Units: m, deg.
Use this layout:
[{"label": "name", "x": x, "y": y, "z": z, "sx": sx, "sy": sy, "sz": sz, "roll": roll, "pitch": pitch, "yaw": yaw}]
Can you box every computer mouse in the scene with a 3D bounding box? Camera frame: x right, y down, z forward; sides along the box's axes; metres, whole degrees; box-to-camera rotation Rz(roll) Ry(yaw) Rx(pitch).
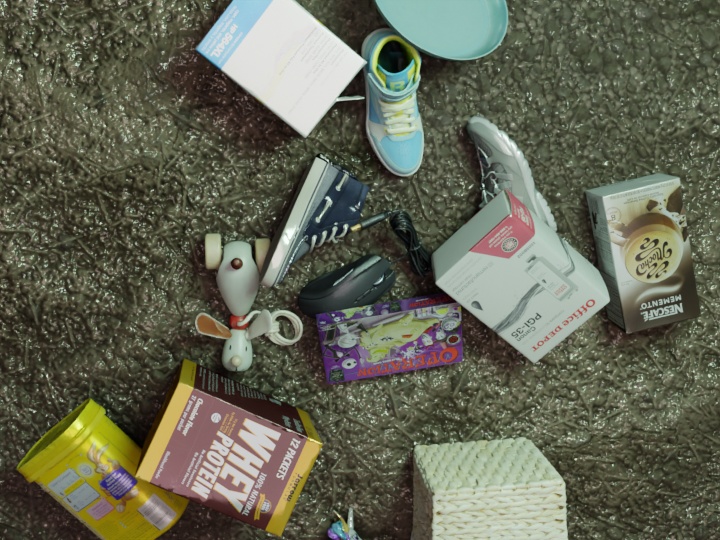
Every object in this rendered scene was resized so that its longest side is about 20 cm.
[{"label": "computer mouse", "x": 0.000, "y": 0.000, "z": 1.303, "sx": 0.200, "sy": 0.046, "sz": 0.141, "roll": -23, "pitch": 132, "yaw": 0}]

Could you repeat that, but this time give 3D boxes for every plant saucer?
[{"label": "plant saucer", "x": 0.097, "y": -0.350, "z": 1.229, "sx": 0.200, "sy": 0.027, "sz": 0.200, "roll": 10, "pitch": 63, "yaw": -20}]

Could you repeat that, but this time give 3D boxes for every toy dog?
[{"label": "toy dog", "x": -0.164, "y": 0.043, "z": 1.302, "sx": 0.132, "sy": 0.096, "sz": 0.200, "roll": -20, "pitch": 102, "yaw": 0}]

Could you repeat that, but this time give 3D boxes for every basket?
[{"label": "basket", "x": 0.175, "y": 0.345, "z": 1.338, "sx": 0.198, "sy": 0.200, "sz": 0.161, "roll": -4, "pitch": 100, "yaw": -4}]

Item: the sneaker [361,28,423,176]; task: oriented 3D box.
[{"label": "sneaker", "x": 0.045, "y": -0.216, "z": 1.249, "sx": 0.079, "sy": 0.131, "sz": 0.200, "roll": -14, "pitch": 102, "yaw": -3}]

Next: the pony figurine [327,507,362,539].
[{"label": "pony figurine", "x": -0.007, "y": 0.474, "z": 1.390, "sx": 0.200, "sy": 0.167, "sz": 0.193, "roll": 42, "pitch": 64, "yaw": -7}]

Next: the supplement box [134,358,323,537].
[{"label": "supplement box", "x": -0.176, "y": 0.231, "z": 1.280, "sx": 0.200, "sy": 0.197, "sz": 0.133, "roll": 25, "pitch": 89, "yaw": -9}]

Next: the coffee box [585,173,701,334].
[{"label": "coffee box", "x": 0.397, "y": -0.025, "z": 1.339, "sx": 0.113, "sy": 0.080, "sz": 0.200, "roll": -14, "pitch": 102, "yaw": -2}]

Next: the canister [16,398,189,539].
[{"label": "canister", "x": -0.355, "y": 0.294, "z": 1.331, "sx": 0.148, "sy": 0.087, "sz": 0.200, "roll": -37, "pitch": 105, "yaw": 26}]

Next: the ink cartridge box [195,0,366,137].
[{"label": "ink cartridge box", "x": -0.091, "y": -0.267, "z": 1.229, "sx": 0.200, "sy": 0.129, "sz": 0.125, "roll": 39, "pitch": 97, "yaw": -10}]

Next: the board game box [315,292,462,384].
[{"label": "board game box", "x": 0.043, "y": 0.095, "z": 1.339, "sx": 0.200, "sy": 0.032, "sz": 0.120, "roll": -10, "pitch": 135, "yaw": -2}]

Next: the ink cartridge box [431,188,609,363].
[{"label": "ink cartridge box", "x": 0.218, "y": 0.010, "z": 1.300, "sx": 0.200, "sy": 0.083, "sz": 0.147, "roll": 38, "pitch": 113, "yaw": -20}]

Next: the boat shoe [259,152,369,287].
[{"label": "boat shoe", "x": -0.058, "y": -0.054, "z": 1.278, "sx": 0.093, "sy": 0.075, "sz": 0.200, "roll": 27, "pitch": 75, "yaw": -12}]

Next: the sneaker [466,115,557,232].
[{"label": "sneaker", "x": 0.193, "y": -0.117, "z": 1.307, "sx": 0.082, "sy": 0.075, "sz": 0.200, "roll": -31, "pitch": 103, "yaw": 1}]
